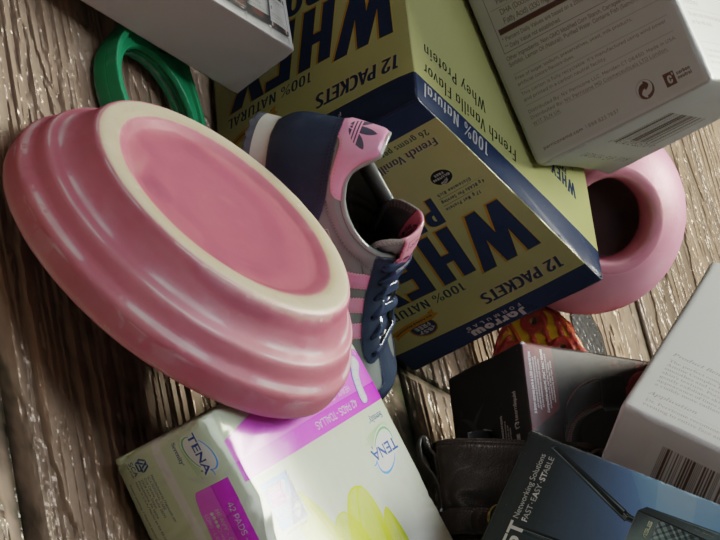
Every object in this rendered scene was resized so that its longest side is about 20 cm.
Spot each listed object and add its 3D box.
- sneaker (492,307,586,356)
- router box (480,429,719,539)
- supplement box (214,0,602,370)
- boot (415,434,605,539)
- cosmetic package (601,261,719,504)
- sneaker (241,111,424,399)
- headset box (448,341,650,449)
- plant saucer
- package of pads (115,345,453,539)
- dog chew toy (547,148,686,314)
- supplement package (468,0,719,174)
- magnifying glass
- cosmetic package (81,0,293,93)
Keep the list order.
[{"bbox_3d":[0.128,0.120,1.795,0.077,0.073,0.201,45,28,-78],"label":"sneaker"},{"bbox_3d":[0.116,0.198,1.459,0.062,0.149,0.201,82,31,-64],"label":"router box"},{"bbox_3d":[0.024,-0.090,1.685,0.200,0.134,0.200,41,32,-41],"label":"supplement box"},{"bbox_3d":[0.119,0.172,1.560,0.199,0.069,0.175,13,60,-7],"label":"boot"},{"bbox_3d":[0.202,0.080,1.599,0.101,0.074,0.200,26,29,11],"label":"cosmetic package"},{"bbox_3d":[0.000,0.000,1.557,0.200,0.082,0.070,68,30,-41],"label":"sneaker"},{"bbox_3d":[0.140,0.129,1.686,0.199,0.075,0.149,10,64,-34],"label":"headset box"},{"bbox_3d":[-0.079,-0.014,1.416,0.200,0.051,0.201,34,22,-16],"label":"plant saucer"},{"bbox_3d":[-0.026,0.130,1.440,0.155,0.068,0.200,63,24,0],"label":"package of pads"},{"bbox_3d":[0.126,-0.040,1.837,0.125,0.124,0.200,58,-9,-12],"label":"dog chew toy"},{"bbox_3d":[0.132,-0.171,1.678,0.117,0.117,0.201,2,64,-64],"label":"supplement package"},{"bbox_3d":[-0.114,-0.130,1.587,0.080,0.022,0.201,43,33,-39],"label":"magnifying glass"},{"bbox_3d":[-0.122,-0.177,1.543,0.200,0.051,0.083,29,37,-40],"label":"cosmetic package"}]
